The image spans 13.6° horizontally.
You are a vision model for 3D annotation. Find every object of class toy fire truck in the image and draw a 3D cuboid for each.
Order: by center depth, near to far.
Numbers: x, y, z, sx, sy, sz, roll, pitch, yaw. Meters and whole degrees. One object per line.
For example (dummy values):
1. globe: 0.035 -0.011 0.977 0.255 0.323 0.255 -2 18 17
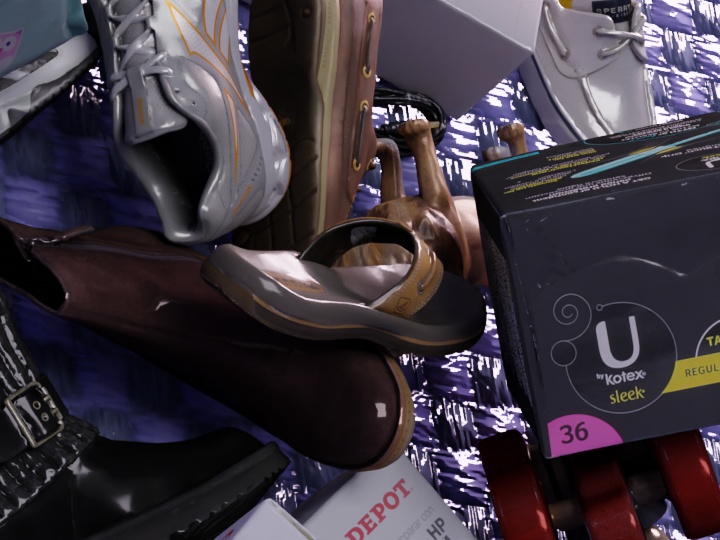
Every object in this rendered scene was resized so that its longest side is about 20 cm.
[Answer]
1. toy fire truck: 0.141 0.158 1.572 0.200 0.112 0.169 -93 164 -81

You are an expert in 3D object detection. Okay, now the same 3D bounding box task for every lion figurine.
1. lion figurine: 0.058 -0.016 1.661 0.199 0.072 0.123 -4 78 -43

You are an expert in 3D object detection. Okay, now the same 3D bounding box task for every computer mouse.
1. computer mouse: -0.023 -0.072 1.659 0.200 0.034 0.059 -19 75 -42

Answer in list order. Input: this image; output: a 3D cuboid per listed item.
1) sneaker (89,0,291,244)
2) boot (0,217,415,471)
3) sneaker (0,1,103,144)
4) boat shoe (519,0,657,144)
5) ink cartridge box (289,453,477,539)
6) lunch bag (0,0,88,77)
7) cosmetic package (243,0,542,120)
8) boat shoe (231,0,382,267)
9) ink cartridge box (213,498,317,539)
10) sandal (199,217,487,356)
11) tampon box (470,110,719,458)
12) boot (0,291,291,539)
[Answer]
1. sneaker: -0.099 -0.107 1.505 0.201 0.075 0.092 66 26 -11
2. boot: -0.085 0.035 1.469 0.166 0.073 0.200 12 16 -46
3. sneaker: -0.201 -0.103 1.521 0.089 0.074 0.200 51 47 -3
4. boat shoe: 0.136 -0.141 1.789 0.071 0.070 0.201 -11 71 -39
5. ink cartridge box: 0.021 0.209 1.491 0.200 0.084 0.145 49 47 -1
6. lunch bag: -0.252 -0.168 1.453 0.170 0.122 0.200 -30 59 -16
7. cosmetic package: 0.004 -0.186 1.711 0.199 0.085 0.108 26 51 -20
8. boat shoe: -0.020 -0.062 1.585 0.067 0.072 0.201 2 95 -40
9. ink cartridge box: -0.093 0.206 1.331 0.084 0.200 0.146 44 47 -5
10. sandal: 0.000 0.000 1.473 0.082 0.055 0.200 32 14 38
11. tampon box: 0.144 0.004 1.533 0.149 0.200 0.127 -11 99 0
12. boot: -0.142 0.079 1.455 0.211 0.079 0.158 -21 70 -49
